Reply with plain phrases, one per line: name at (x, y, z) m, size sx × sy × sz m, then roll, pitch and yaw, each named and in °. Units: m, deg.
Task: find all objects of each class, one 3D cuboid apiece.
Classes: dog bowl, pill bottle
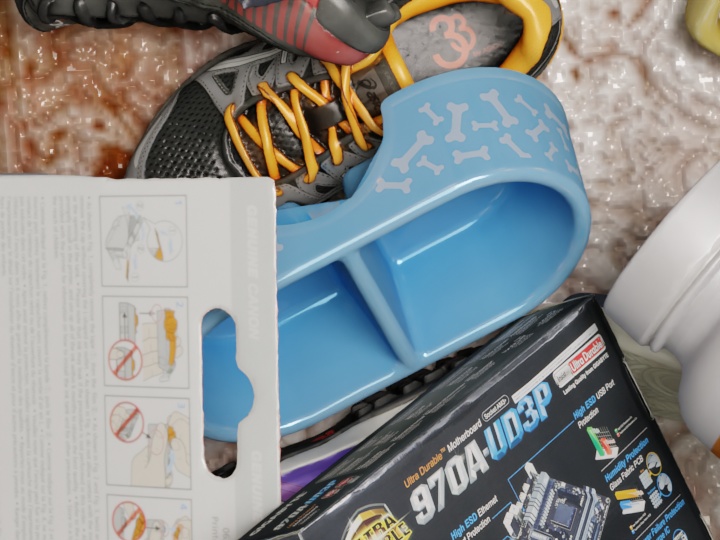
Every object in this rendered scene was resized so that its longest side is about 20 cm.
dog bowl at (0.000, 0.000, 0.879) m, size 0.200 × 0.112 × 0.050 m, roll -27°, pitch 52°, yaw 2°
pill bottle at (0.190, 0.048, 0.824) m, size 0.200 × 0.112 × 0.112 m, roll 41°, pitch 89°, yaw 13°

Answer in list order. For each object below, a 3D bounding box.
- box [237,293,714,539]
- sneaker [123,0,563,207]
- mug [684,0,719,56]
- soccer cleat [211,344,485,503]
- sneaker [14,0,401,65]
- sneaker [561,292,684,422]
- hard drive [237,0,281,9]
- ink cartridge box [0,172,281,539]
box at (0.057, 0.122, 0.838) m, size 0.200 × 0.046 × 0.159 m, roll -36°, pitch 102°, yaw -45°
sneaker at (-0.008, -0.069, 0.897) m, size 0.200 × 0.077 × 0.078 m, roll -31°, pitch 97°, yaw -1°
mug at (0.215, -0.178, 0.899) m, size 0.153 × 0.187 × 0.150 m, roll 15°, pitch 59°, yaw -15°
soccer cleat at (-0.015, 0.101, 0.911) m, size 0.200 × 0.068 × 0.073 m, roll -26°, pitch 92°, yaw -7°
sneaker at (-0.079, -0.122, 0.873) m, size 0.200 × 0.071 × 0.098 m, roll 33°, pitch 101°, yaw 17°
sneaker at (0.179, 0.022, 0.929) m, size 0.200 × 0.075 × 0.085 m, roll 12°, pitch 72°, yaw -1°
hard drive at (0.005, -0.188, 0.834) m, size 0.200 × 0.042 × 0.135 m, roll -31°, pitch 88°, yaw -35°
ink cartridge box at (-0.109, 0.042, 0.862) m, size 0.200 × 0.047 × 0.160 m, roll 0°, pitch 93°, yaw 27°
